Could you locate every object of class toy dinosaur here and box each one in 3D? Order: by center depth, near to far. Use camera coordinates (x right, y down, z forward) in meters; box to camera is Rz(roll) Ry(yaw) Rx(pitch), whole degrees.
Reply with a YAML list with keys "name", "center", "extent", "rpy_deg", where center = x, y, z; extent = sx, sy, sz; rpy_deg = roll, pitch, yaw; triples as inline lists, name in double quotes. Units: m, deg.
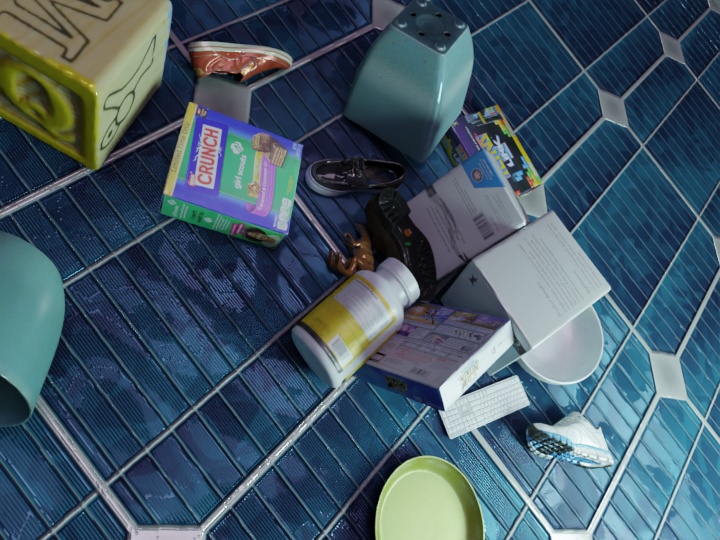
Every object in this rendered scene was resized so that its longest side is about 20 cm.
- name: "toy dinosaur"
  center: [0.000, 0.000, 0.960]
  extent: [0.103, 0.060, 0.207]
  rpy_deg: [8, 66, -26]

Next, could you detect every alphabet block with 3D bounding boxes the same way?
- name: "alphabet block"
  center: [-0.406, -0.309, 0.802]
  extent: [0.192, 0.195, 0.204]
  rpy_deg: [28, 58, -11]

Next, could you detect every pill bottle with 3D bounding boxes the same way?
- name: "pill bottle"
  center: [-0.003, 0.074, 0.873]
  extent: [0.199, 0.112, 0.113]
  rpy_deg: [-40, 89, -20]

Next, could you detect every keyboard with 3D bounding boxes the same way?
- name: "keyboard"
  center: [0.221, 0.239, 1.004]
  extent: [0.195, 0.011, 0.058]
  rpy_deg: [-12, 75, -31]

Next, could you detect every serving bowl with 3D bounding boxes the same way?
- name: "serving bowl"
  center: [0.359, 0.120, 1.081]
  extent: [0.193, 0.066, 0.207]
  rpy_deg: [4, 67, -10]

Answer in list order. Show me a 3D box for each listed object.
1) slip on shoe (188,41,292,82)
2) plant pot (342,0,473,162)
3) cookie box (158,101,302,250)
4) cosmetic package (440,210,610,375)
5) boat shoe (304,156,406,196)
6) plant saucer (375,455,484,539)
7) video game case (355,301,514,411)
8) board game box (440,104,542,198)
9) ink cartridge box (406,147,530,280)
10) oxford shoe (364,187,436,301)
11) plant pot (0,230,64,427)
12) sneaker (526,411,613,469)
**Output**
- name: "slip on shoe"
  center: [-0.210, -0.369, 1.009]
  extent: [0.195, 0.073, 0.063]
  rpy_deg: [-13, 110, -37]
- name: "plant pot"
  center: [0.104, -0.375, 1.060]
  extent: [0.193, 0.202, 0.198]
  rpy_deg: [31, 56, 9]
- name: "cookie box"
  center: [-0.203, -0.148, 0.907]
  extent: [0.194, 0.075, 0.177]
  rpy_deg: [16, 63, -20]
- name: "cosmetic package"
  center: [0.275, 0.041, 0.968]
  extent: [0.196, 0.166, 0.167]
  rpy_deg: [-28, 74, -22]
- name: "boat shoe"
  center: [-0.003, -0.176, 1.027]
  extent: [0.194, 0.066, 0.072]
  rpy_deg: [3, 67, -26]
- name: "plant saucer"
  center: [0.102, 0.393, 0.866]
  extent: [0.194, 0.031, 0.207]
  rpy_deg: [11, 64, -24]
- name: "video game case"
  center: [0.110, 0.125, 0.887]
  extent: [0.179, 0.197, 0.047]
  rpy_deg: [-35, 116, -32]
- name: "board game box"
  center: [0.277, -0.239, 1.205]
  extent: [0.162, 0.057, 0.204]
  rpy_deg: [-24, 82, -34]
- name: "ink cartridge box"
  center: [0.178, -0.093, 1.004]
  extent: [0.148, 0.197, 0.083]
  rpy_deg: [61, 24, 9]
- name: "oxford shoe"
  center: [0.070, -0.039, 0.984]
  extent: [0.072, 0.084, 0.205]
  rpy_deg: [-28, 93, -37]
- name: "plant pot"
  center: [-0.435, 0.054, 0.640]
  extent: [0.196, 0.201, 0.165]
  rpy_deg: [23, 47, -16]
- name: "sneaker"
  center: [0.374, 0.297, 1.031]
  extent: [0.196, 0.075, 0.089]
  rpy_deg: [23, 53, -26]
